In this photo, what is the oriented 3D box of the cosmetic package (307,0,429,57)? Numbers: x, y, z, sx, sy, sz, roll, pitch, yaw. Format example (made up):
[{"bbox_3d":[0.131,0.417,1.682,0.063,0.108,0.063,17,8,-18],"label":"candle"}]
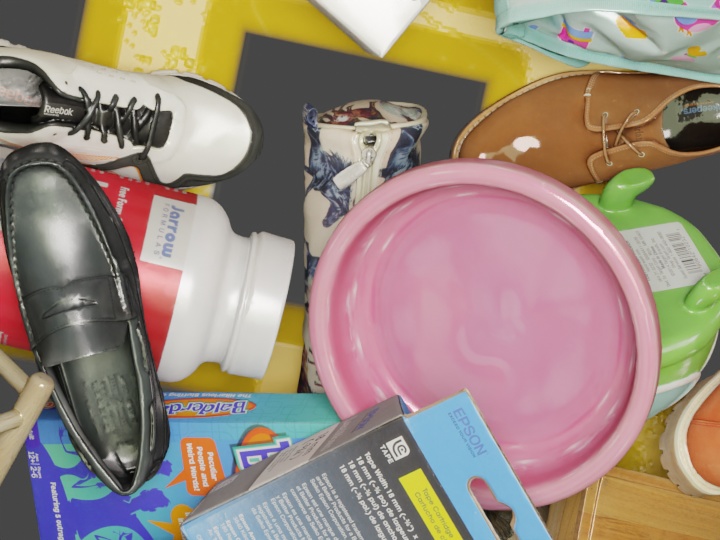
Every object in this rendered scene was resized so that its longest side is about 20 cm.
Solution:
[{"bbox_3d":[-0.032,-0.228,1.375,0.200,0.085,0.108,39,93,-8],"label":"cosmetic package"}]

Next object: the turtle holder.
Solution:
[{"bbox_3d":[0.127,0.039,1.391,0.141,0.132,0.185,35,50,22],"label":"turtle holder"}]

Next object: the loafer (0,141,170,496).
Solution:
[{"bbox_3d":[-0.150,0.028,1.298,0.068,0.070,0.202,-15,109,3],"label":"loafer"}]

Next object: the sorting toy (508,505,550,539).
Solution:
[{"bbox_3d":[0.136,0.243,1.488,0.184,0.036,0.202,11,93,-6],"label":"sorting toy"}]

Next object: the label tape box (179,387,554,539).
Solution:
[{"bbox_3d":[0.021,0.152,1.303,0.199,0.063,0.145,-27,98,26],"label":"label tape box"}]

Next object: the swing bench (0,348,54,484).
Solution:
[{"bbox_3d":[-0.298,0.096,1.326,0.199,0.129,0.201,41,129,27],"label":"swing bench"}]

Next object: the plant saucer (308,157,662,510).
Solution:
[{"bbox_3d":[0.071,0.031,1.302,0.199,0.051,0.202,7,112,18],"label":"plant saucer"}]

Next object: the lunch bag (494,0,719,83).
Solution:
[{"bbox_3d":[0.168,-0.204,1.358,0.198,0.122,0.172,4,77,-10],"label":"lunch bag"}]

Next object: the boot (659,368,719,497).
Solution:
[{"bbox_3d":[0.271,0.053,1.405,0.075,0.107,0.200,47,60,-13],"label":"boot"}]

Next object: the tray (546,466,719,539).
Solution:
[{"bbox_3d":[0.198,0.179,1.429,0.199,0.037,0.099,15,84,-33],"label":"tray"}]

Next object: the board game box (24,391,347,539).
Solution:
[{"bbox_3d":[-0.092,0.148,1.403,0.198,0.045,0.153,-1,112,13],"label":"board game box"}]

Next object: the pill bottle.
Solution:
[{"bbox_3d":[-0.144,0.001,1.386,0.198,0.112,0.113,13,97,-7],"label":"pill bottle"}]

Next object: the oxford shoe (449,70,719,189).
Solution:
[{"bbox_3d":[0.151,-0.086,1.419,0.198,0.071,0.072,-15,101,-1],"label":"oxford shoe"}]

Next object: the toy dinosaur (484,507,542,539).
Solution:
[{"bbox_3d":[0.040,0.148,1.442,0.199,0.077,0.103,0,78,35],"label":"toy dinosaur"}]

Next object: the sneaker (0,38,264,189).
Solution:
[{"bbox_3d":[-0.154,-0.087,1.390,0.198,0.080,0.074,9,96,-7],"label":"sneaker"}]

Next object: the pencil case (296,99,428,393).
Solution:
[{"bbox_3d":[0.000,0.000,1.409,0.077,0.089,0.202,4,99,12],"label":"pencil case"}]
